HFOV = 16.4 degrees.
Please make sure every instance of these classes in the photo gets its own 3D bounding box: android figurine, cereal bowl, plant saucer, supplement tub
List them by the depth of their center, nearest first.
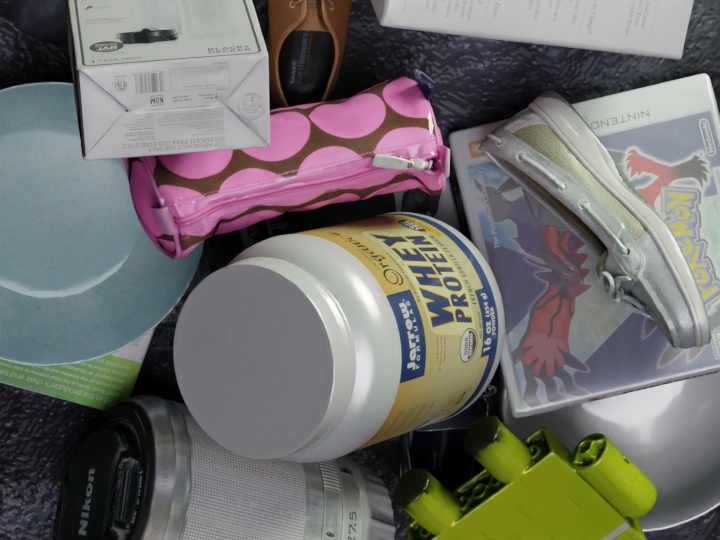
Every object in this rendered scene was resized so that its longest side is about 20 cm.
[{"bbox_3d":[-0.013,0.043,1.599,0.144,0.200,0.145,6,101,32],"label":"supplement tub"},{"bbox_3d":[-0.203,-0.034,1.632,0.201,0.039,0.201,-3,114,-7],"label":"plant saucer"},{"bbox_3d":[0.117,0.186,1.705,0.182,0.041,0.200,-36,121,13],"label":"android figurine"},{"bbox_3d":[0.190,0.077,1.747,0.200,0.083,0.200,-1,108,-4],"label":"cereal bowl"}]

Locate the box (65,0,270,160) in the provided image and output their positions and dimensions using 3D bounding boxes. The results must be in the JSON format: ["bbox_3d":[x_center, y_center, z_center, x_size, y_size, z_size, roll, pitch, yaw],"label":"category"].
[{"bbox_3d":[-0.122,-0.137,1.546,0.117,0.200,0.060,-5,117,-8],"label":"box"}]

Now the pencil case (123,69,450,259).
[{"bbox_3d":[-0.045,-0.064,1.579,0.200,0.094,0.091,-16,126,-10],"label":"pencil case"}]

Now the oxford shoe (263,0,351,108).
[{"bbox_3d":[-0.029,-0.190,1.598,0.071,0.071,0.200,-2,119,-5],"label":"oxford shoe"}]

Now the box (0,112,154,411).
[{"bbox_3d":[-0.198,-0.010,1.685,0.144,0.036,0.200,17,110,-15],"label":"box"}]

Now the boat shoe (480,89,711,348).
[{"bbox_3d":[0.157,-0.025,1.625,0.065,0.074,0.202,-34,73,-2],"label":"boat shoe"}]

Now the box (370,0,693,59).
[{"bbox_3d":[0.113,-0.218,1.599,0.200,0.097,0.124,6,113,-10],"label":"box"}]

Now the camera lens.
[{"bbox_3d":[-0.098,0.180,1.704,0.200,0.160,0.160,17,111,-28],"label":"camera lens"}]

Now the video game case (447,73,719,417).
[{"bbox_3d":[0.168,-0.018,1.670,0.182,0.023,0.200,-13,77,2],"label":"video game case"}]

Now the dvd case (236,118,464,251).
[{"bbox_3d":[0.000,0.000,1.723,0.150,0.025,0.200,-15,117,-1],"label":"dvd case"}]

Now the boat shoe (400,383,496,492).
[{"bbox_3d":[0.059,0.085,1.725,0.075,0.062,0.200,-1,113,-7],"label":"boat shoe"}]
